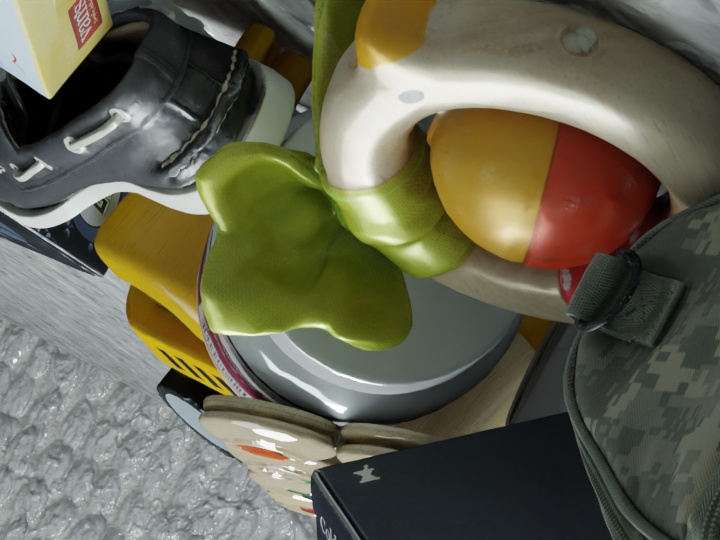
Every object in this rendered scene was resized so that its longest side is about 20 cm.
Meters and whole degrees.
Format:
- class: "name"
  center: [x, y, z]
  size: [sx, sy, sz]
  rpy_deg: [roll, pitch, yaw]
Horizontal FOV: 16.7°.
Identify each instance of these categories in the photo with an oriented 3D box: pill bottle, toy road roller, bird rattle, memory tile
- class: "pill bottle"
  center: [0.000, 0.000, 0.887]
  size: [0.114, 0.114, 0.200]
  rpy_deg: [30, 172, -3]
- class: "toy road roller"
  center: [-0.028, 0.016, 1.081]
  size: [0.200, 0.123, 0.146]
  rpy_deg: [22, 157, 48]
- class: "bird rattle"
  center: [0.053, -0.013, 0.702]
  size: [0.200, 0.113, 0.163]
  rpy_deg: [25, 154, 8]
- class: "memory tile"
  center: [0.026, 0.083, 0.911]
  size: [0.153, 0.017, 0.200]
  rpy_deg: [11, 167, 10]

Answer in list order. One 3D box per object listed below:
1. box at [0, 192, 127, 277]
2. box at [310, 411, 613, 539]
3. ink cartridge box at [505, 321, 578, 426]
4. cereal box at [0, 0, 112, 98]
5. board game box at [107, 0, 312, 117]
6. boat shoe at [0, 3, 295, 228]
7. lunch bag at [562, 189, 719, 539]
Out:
- class: "box"
  center: [-0.210, -0.089, 1.181]
  size: [0.164, 0.086, 0.200]
  rpy_deg: [36, 170, -39]
- class: "box"
  center: [0.094, 0.143, 0.787]
  size: [0.104, 0.200, 0.182]
  rpy_deg: [-131, 33, -57]
- class: "ink cartridge box"
  center: [0.139, 0.078, 0.980]
  size: [0.146, 0.083, 0.200]
  rpy_deg: [29, 172, 12]
- class: "cereal box"
  center: [-0.169, -0.145, 0.735]
  size: [0.200, 0.040, 0.144]
  rpy_deg: [33, 162, 14]
- class: "board game box"
  center: [-0.136, -0.131, 0.881]
  size: [0.200, 0.026, 0.200]
  rpy_deg: [23, 169, 41]
- class: "boat shoe"
  center: [-0.098, -0.056, 0.855]
  size: [0.060, 0.074, 0.200]
  rpy_deg: [34, 168, -28]
- class: "lunch bag"
  center: [0.163, 0.061, 0.624]
  size: [0.200, 0.139, 0.168]
  rpy_deg: [32, 177, -26]
